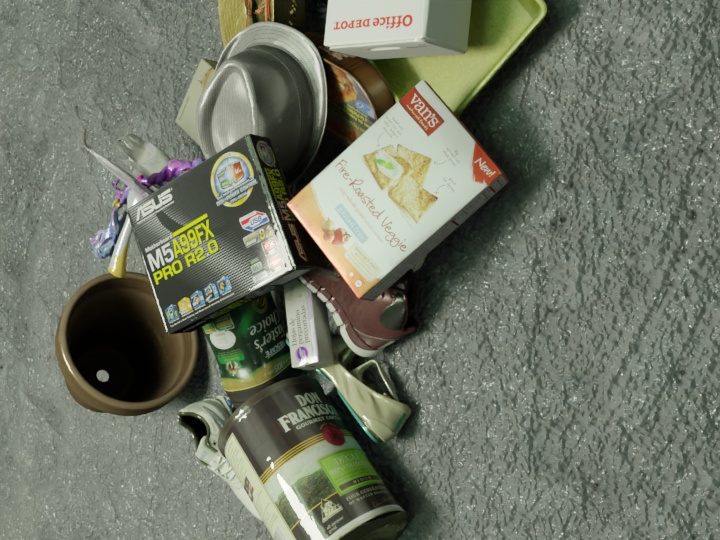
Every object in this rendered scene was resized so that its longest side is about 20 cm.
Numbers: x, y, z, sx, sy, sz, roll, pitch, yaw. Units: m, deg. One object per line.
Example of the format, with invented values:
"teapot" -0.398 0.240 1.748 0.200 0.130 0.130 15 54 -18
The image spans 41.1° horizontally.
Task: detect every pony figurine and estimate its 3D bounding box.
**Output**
"pony figurine" -0.280 -0.090 1.265 0.192 0.167 0.201 30 108 5

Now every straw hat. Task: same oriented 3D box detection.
"straw hat" -0.112 -0.340 1.233 0.201 0.084 0.203 32 126 58

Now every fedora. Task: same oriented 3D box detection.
"fedora" -0.131 -0.187 1.130 0.176 0.090 0.202 28 118 23

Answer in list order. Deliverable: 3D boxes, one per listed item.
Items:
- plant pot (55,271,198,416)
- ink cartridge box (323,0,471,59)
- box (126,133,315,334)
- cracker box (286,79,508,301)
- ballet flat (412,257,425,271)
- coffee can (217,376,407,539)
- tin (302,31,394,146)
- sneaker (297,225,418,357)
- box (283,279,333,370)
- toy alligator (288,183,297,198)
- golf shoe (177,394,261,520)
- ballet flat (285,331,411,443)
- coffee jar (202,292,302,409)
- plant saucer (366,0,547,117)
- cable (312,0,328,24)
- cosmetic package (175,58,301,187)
"plant pot" -0.353 0.125 1.384 0.174 0.199 0.202 -38 63 52
"ink cartridge box" 0.046 -0.336 1.036 0.144 0.084 0.202 7 93 42
"box" -0.162 -0.037 1.089 0.199 0.044 0.162 -25 79 27
"cracker box" 0.039 -0.083 1.021 0.200 0.058 0.134 -41 75 9
"ballet flat" 0.033 -0.030 1.119 0.199 0.068 0.073 -8 103 41
"coffee can" -0.058 0.248 1.126 0.200 0.146 0.147 52 120 29
"tin" -0.029 -0.215 1.157 0.200 0.042 0.113 39 146 37
"sneaker" 0.000 0.000 1.095 0.115 0.076 0.201 -24 111 35
"box" -0.067 0.016 1.142 0.038 0.041 0.202 -14 75 25
"toy alligator" -0.066 -0.026 1.211 0.054 0.059 0.202 -1 83 -1
"golf shoe" -0.175 0.254 1.264 0.200 0.097 0.079 49 116 30
"ballet flat" -0.012 0.122 1.154 0.200 0.069 0.070 44 116 31
"coffee jar" -0.146 0.071 1.200 0.085 0.104 0.202 -12 106 30
"plant saucer" 0.101 -0.275 1.072 0.200 0.048 0.201 -47 60 30
"cable" -0.035 -0.384 1.160 0.163 0.050 0.202 155 115 -64
"cosmetic package" -0.153 -0.188 1.279 0.200 0.073 0.104 42 115 34
